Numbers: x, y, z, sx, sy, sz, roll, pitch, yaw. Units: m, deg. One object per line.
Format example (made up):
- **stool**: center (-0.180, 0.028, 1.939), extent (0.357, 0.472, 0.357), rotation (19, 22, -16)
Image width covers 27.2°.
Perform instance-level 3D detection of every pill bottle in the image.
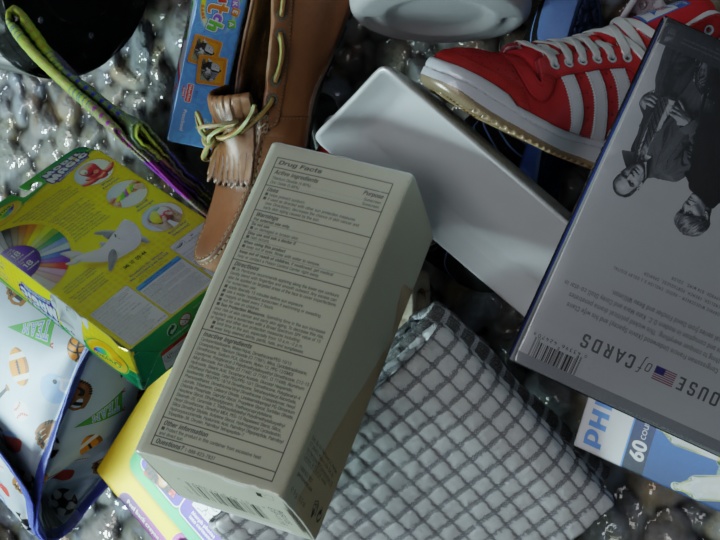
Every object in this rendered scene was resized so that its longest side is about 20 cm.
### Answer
- **pill bottle**: center (0.051, -0.249, 0.900), extent (0.111, 0.111, 0.201), rotation (-4, 80, 34)

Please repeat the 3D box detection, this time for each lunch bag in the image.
- **lunch bag**: center (-0.251, 0.083, 1.134), extent (0.170, 0.124, 0.200), rotation (40, 116, 29)

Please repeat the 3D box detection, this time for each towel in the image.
- **towel**: center (-0.158, -0.097, 1.023), extent (0.023, 0.200, 0.144), rotation (-47, 63, -2)
- **towel**: center (0.031, 0.138, 0.923), extent (0.200, 0.086, 0.166), rotation (-41, 104, 15)

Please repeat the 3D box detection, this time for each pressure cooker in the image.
- **pressure cooker**: center (-0.275, -0.238, 1.089), extent (0.199, 0.178, 0.177), rotation (13, 104, 32)

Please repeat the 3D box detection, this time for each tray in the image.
- **tray**: center (0.072, -0.038, 0.858), extent (0.200, 0.022, 0.107), rotation (40, 151, -8)

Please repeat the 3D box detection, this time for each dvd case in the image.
- **dvd case**: center (0.187, -0.013, 0.794), extent (0.150, 0.025, 0.201), rotation (24, 97, 3)

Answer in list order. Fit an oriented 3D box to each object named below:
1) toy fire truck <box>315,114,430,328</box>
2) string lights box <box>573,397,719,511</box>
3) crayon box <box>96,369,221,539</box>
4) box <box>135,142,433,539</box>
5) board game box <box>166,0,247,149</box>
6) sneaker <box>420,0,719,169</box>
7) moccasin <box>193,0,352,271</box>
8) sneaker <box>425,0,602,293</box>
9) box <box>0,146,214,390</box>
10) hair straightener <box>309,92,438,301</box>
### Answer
- **toy fire truck**: center (0.000, 0.000, 0.955), extent (0.141, 0.049, 0.200), rotation (52, 130, 18)
- **string lights box**: center (0.232, 0.089, 0.847), extent (0.199, 0.059, 0.103), rotation (22, 106, 30)
- **crayon box**: center (-0.075, 0.146, 1.061), extent (0.200, 0.058, 0.173), rotation (45, 115, 22)
- **box**: center (-0.037, 0.037, 0.838), extent (0.095, 0.078, 0.201), rotation (15, 68, 21)
- **board game box**: center (-0.092, -0.194, 0.996), extent (0.036, 0.151, 0.201), rotation (11, 105, -9)
- **sneaker**: center (0.130, -0.117, 0.829), extent (0.071, 0.199, 0.113), rotation (41, 111, 52)
- **moccasin**: center (-0.066, -0.098, 0.916), extent (0.074, 0.077, 0.202), rotation (37, 109, 60)
- **sneaker**: center (0.089, -0.083, 0.923), extent (0.078, 0.070, 0.201), rotation (20, 105, 26)
- **box**: center (-0.177, -0.010, 1.036), extent (0.200, 0.117, 0.048), rotation (33, 149, 32)
- **hair straightener**: center (0.001, -0.027, 1.003), extent (0.077, 0.041, 0.201), rotation (-23, 82, 34)
